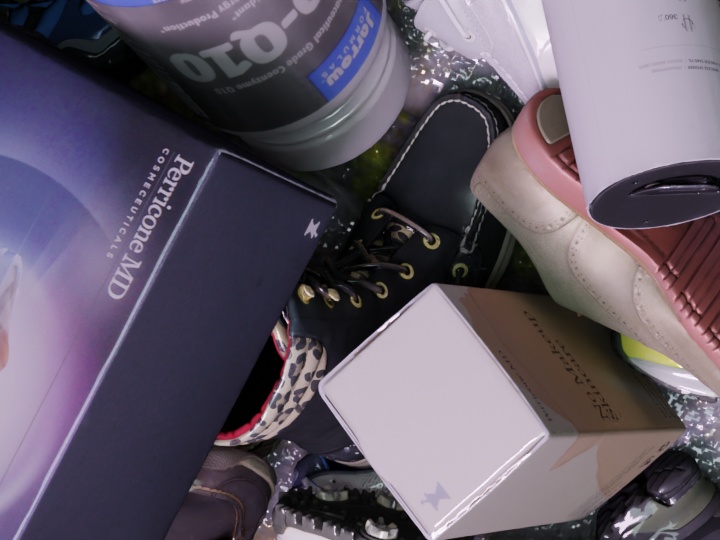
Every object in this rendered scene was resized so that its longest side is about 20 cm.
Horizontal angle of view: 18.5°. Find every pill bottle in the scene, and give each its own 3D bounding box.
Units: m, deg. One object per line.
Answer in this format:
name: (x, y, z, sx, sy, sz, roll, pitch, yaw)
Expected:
pill bottle: (-0.056, -0.132, 1.024, 0.114, 0.200, 0.114, -11, 62, 21)

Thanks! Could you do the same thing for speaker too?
speaker: (0.124, -0.122, 1.015, 0.081, 0.081, 0.200, -15, 70, 12)

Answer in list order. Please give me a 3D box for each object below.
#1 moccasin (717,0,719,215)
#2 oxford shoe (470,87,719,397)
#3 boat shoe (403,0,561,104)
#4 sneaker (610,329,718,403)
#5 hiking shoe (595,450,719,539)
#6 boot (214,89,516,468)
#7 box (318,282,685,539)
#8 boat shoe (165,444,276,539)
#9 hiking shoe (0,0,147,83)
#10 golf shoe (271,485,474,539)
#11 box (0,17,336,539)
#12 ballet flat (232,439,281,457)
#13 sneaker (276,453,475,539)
moccasin: (0.156, -0.080, 1.082, 0.080, 0.068, 0.200, 10, 108, 5)
oxford shoe: (0.137, 0.003, 1.063, 0.200, 0.071, 0.074, 48, 135, 2)
boat shoe: (0.052, -0.141, 1.064, 0.068, 0.072, 0.200, -21, 124, 21)
sneaker: (0.224, 0.015, 1.105, 0.200, 0.078, 0.090, -4, 102, 1)
hiking shoe: (0.135, 0.195, 1.168, 0.101, 0.076, 0.200, 40, 108, -2)
boot: (0.001, 0.001, 1.071, 0.073, 0.154, 0.204, 27, 98, 27)
box: (0.073, 0.067, 1.062, 0.078, 0.200, 0.095, -43, 72, 17)
boat shoe: (-0.083, 0.137, 1.111, 0.074, 0.200, 0.073, 8, 68, 1)
hiking shoe: (-0.171, -0.115, 1.117, 0.200, 0.074, 0.087, -33, 89, 9)
golf shoe: (0.042, 0.171, 1.103, 0.200, 0.077, 0.088, 22, 103, 4)
box: (-0.153, 0.003, 0.992, 0.198, 0.123, 0.200, 28, 93, 26)
ballet flat: (-0.095, 0.011, 1.128, 0.067, 0.046, 0.200, -19, 101, 14)
sneaker: (-0.014, 0.138, 1.180, 0.200, 0.077, 0.085, -38, 92, 8)
